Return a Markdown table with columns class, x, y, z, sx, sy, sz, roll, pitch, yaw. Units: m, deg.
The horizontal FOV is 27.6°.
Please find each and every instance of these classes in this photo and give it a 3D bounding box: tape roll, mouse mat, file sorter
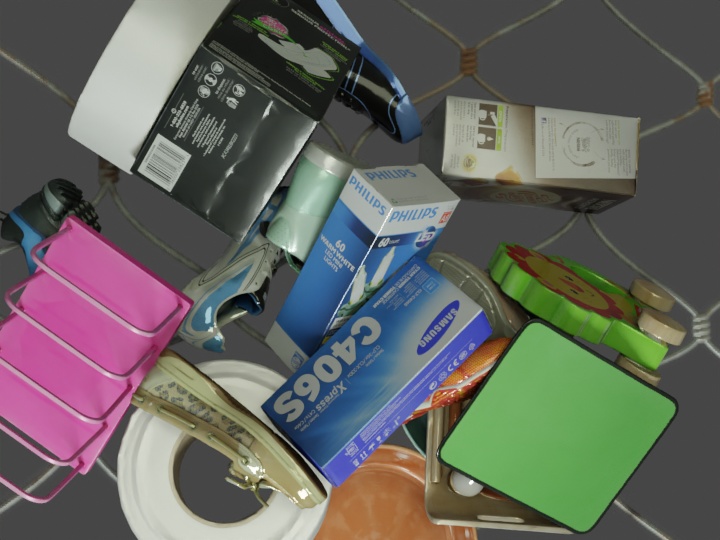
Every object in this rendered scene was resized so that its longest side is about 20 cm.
| class | x | y | z | sx | sy | sz | roll | pitch | yaw |
| --- | --- | --- | --- | --- | --- | --- | --- | --- | --- |
| tape roll | -0.124 | 0.187 | 1.363 | 0.199 | 0.071 | 0.206 | 0 | 76 | -1 |
| mouse mat | 0.182 | 0.146 | 1.339 | 0.199 | 0.008 | 0.162 | 30 | 101 | -25 |
| file sorter | -0.269 | 0.082 | 1.299 | 0.138 | 0.125 | 0.201 | 34 | 106 | 1 |
| tape roll | -0.188 | -0.193 | 1.354 | 0.070 | 0.202 | 0.204 | 30 | 79 | -5 |

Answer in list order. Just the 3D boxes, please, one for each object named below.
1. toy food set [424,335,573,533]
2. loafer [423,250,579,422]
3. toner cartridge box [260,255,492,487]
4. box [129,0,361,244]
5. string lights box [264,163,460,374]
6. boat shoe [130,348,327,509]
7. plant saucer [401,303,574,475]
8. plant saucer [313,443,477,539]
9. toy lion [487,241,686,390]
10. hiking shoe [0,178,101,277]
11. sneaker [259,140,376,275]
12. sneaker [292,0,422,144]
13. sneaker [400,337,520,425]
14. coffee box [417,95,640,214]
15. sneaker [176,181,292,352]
| class | x | y | z | sx | sy | sz | roll | pitch | yaw |
| --- | --- | --- | --- | --- | --- | --- | --- | --- | --- |
| toy food set | 0.139 | 0.145 | 1.406 | 0.141 | 0.060 | 0.203 | 5 | 80 | -11 |
| loafer | 0.131 | 0.059 | 1.382 | 0.200 | 0.063 | 0.072 | 47 | 116 | 8 |
| toner cartridge box | 0.015 | 0.087 | 1.306 | 0.200 | 0.043 | 0.095 | -44 | 54 | -10 |
| box | -0.101 | -0.150 | 1.345 | 0.124 | 0.201 | 0.149 | 33 | 119 | -5 |
| string lights box | 0.000 | 0.000 | 1.350 | 0.102 | 0.201 | 0.059 | -9 | 46 | -49 |
| boat shoe | -0.115 | 0.151 | 1.297 | 0.199 | 0.073 | 0.063 | 38 | 83 | 18 |
| plant saucer | 0.123 | 0.111 | 1.459 | 0.197 | 0.036 | 0.203 | 2 | 80 | -11 |
| plant saucer | 0.016 | 0.270 | 1.426 | 0.197 | 0.032 | 0.203 | 1 | 83 | -10 |
| toy lion | 0.212 | 0.027 | 1.413 | 0.190 | 0.200 | 0.069 | 29 | 105 | 1 |
| hiking shoe | -0.267 | 0.016 | 1.391 | 0.086 | 0.074 | 0.202 | -27 | 91 | 13 |
| sneaker | -0.018 | -0.044 | 1.407 | 0.074 | 0.200 | 0.119 | 37 | 99 | 34 |
| sneaker | -0.022 | -0.196 | 1.456 | 0.078 | 0.070 | 0.201 | -37 | 85 | -8 |
| sneaker | 0.059 | 0.094 | 1.357 | 0.198 | 0.073 | 0.078 | -22 | 77 | 29 |
| coffee box | 0.164 | -0.112 | 1.455 | 0.197 | 0.114 | 0.081 | 5 | 82 | -10 |
| sneaker | -0.103 | -0.003 | 1.397 | 0.072 | 0.072 | 0.201 | 34 | 62 | 7 |
